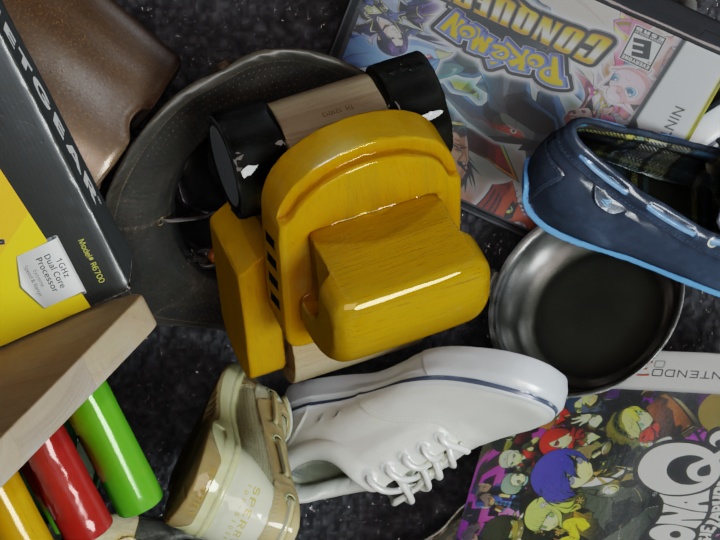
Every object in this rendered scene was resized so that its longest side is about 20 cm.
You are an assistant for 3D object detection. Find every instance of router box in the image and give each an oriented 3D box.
[{"bbox_3d":[-0.220,-0.054,1.093,0.148,0.051,0.201,-24,111,5],"label":"router box"}]

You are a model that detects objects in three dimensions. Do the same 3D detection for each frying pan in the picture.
[{"bbox_3d":[0.091,0.025,1.228,0.189,0.031,0.116,-13,59,25],"label":"frying pan"}]

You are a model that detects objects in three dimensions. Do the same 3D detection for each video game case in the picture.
[{"bbox_3d":[0.081,-0.100,1.210,0.199,0.181,0.026,24,47,-1],"label":"video game case"},{"bbox_3d":[0.141,0.132,1.169,0.180,0.036,0.201,2,55,27],"label":"video game case"}]

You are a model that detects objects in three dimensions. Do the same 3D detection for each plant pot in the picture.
[{"bbox_3d":[-0.216,-0.111,1.192,0.198,0.200,0.201,36,91,-8],"label":"plant pot"}]

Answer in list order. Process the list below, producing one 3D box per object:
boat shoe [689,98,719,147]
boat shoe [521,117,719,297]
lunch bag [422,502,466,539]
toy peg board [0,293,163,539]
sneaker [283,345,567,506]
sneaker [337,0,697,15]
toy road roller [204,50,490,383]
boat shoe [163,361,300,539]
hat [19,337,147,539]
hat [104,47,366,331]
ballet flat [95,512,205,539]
[{"bbox_3d":[0.259,-0.079,1.253,0.200,0.071,0.091,-33,93,7],"label":"boat shoe"},{"bbox_3d":[0.185,-0.030,1.167,0.198,0.069,0.085,8,55,-17],"label":"boat shoe"},{"bbox_3d":[0.124,0.201,1.234,0.164,0.118,0.201,-36,85,-1],"label":"lunch bag"},{"bbox_3d":[-0.205,0.118,1.079,0.199,0.199,0.098,-15,110,32],"label":"toy peg board"},{"bbox_3d":[0.030,0.092,1.204,0.073,0.199,0.071,29,60,-35],"label":"sneaker"},{"bbox_3d":[0.091,-0.159,1.216,0.198,0.116,0.076,12,64,-6],"label":"sneaker"},{"bbox_3d":[0.000,0.000,1.142,0.122,0.201,0.146,-17,50,-13],"label":"toy road roller"},{"bbox_3d":[-0.061,0.102,1.188,0.063,0.201,0.074,25,96,-5],"label":"boat shoe"},{"bbox_3d":[-0.221,0.093,1.196,0.165,0.176,0.201,21,91,-3],"label":"hat"},{"bbox_3d":[-0.061,-0.060,1.225,0.199,0.201,0.081,-24,49,0],"label":"hat"},{"bbox_3d":[-0.054,0.171,1.134,0.199,0.057,0.067,25,60,-7],"label":"ballet flat"}]
